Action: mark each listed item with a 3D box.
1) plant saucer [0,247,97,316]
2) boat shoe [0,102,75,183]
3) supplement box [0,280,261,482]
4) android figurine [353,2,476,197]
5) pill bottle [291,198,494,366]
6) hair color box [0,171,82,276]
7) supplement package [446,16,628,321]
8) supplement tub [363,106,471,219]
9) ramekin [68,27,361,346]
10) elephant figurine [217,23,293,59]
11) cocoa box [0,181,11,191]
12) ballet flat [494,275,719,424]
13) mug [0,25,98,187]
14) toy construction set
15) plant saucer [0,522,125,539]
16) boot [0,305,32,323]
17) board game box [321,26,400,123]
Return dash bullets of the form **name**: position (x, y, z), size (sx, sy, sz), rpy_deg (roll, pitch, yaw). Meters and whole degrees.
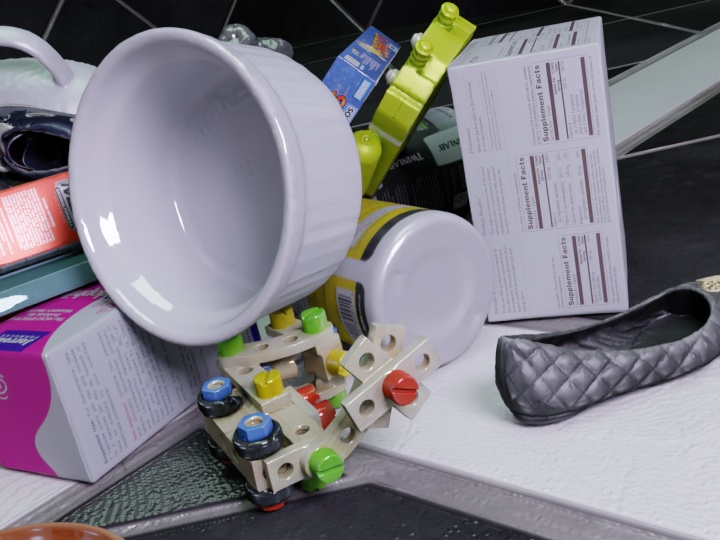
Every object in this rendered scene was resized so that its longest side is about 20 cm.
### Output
- **plant saucer**: position (-0.276, 0.022, 0.689), size (0.199, 0.019, 0.070), rpy_deg (-23, 19, -32)
- **boat shoe**: position (-0.305, -0.114, 0.833), size (0.199, 0.075, 0.093), rpy_deg (3, 7, 19)
- **supplement box**: position (-0.180, 0.060, 0.707), size (0.101, 0.104, 0.200), rpy_deg (0, 24, 32)
- **android figurine**: position (0.038, -0.143, 0.791), size (0.182, 0.041, 0.200), rpy_deg (-57, -2, -26)
- **pill bottle**: position (0.000, 0.000, 0.737), size (0.114, 0.115, 0.200), rpy_deg (-24, 22, -29)
- **hair color box**: position (-0.315, -0.014, 0.747), size (0.199, 0.062, 0.101), rpy_deg (-21, -1, -27)
- **supplement package**: position (0.148, -0.084, 0.746), size (0.110, 0.201, 0.156), rpy_deg (-5, 20, 17)
- **supplement tub**: position (0.022, -0.082, 0.942), size (0.199, 0.123, 0.122), rpy_deg (-22, 21, -25)
- **ramekin**: position (-0.095, -0.058, 0.628), size (0.200, 0.202, 0.098), rpy_deg (1, 10, 34)
- **elephant figurine**: position (-0.106, -0.164, 0.997), size (0.141, 0.156, 0.200), rpy_deg (11, -12, 11)
- **cocoa box**: position (-0.403, -0.006, 0.839), size (0.133, 0.131, 0.201), rpy_deg (15, 78, 55)
- **ballet flat**: position (0.176, 0.040, 0.597), size (0.199, 0.057, 0.066), rpy_deg (-20, 21, -20)
- **mug**: position (-0.335, -0.163, 0.951), size (0.174, 0.200, 0.148), rpy_deg (-4, 52, 12)
- **toy construction set**: position (-0.032, 0.079, 0.590), size (0.131, 0.093, 0.200), rpy_deg (-21, 10, -23)
- **plant saucer**: position (-0.195, 0.194, 0.445), size (0.199, 0.033, 0.200), rpy_deg (-12, 18, 4)
- **boot**: position (-0.307, 0.081, 0.664), size (0.201, 0.071, 0.144), rpy_deg (-44, 2, -17)
- **board game box**: position (-0.026, -0.122, 0.755), size (0.136, 0.034, 0.200), rpy_deg (-55, 6, 21)
